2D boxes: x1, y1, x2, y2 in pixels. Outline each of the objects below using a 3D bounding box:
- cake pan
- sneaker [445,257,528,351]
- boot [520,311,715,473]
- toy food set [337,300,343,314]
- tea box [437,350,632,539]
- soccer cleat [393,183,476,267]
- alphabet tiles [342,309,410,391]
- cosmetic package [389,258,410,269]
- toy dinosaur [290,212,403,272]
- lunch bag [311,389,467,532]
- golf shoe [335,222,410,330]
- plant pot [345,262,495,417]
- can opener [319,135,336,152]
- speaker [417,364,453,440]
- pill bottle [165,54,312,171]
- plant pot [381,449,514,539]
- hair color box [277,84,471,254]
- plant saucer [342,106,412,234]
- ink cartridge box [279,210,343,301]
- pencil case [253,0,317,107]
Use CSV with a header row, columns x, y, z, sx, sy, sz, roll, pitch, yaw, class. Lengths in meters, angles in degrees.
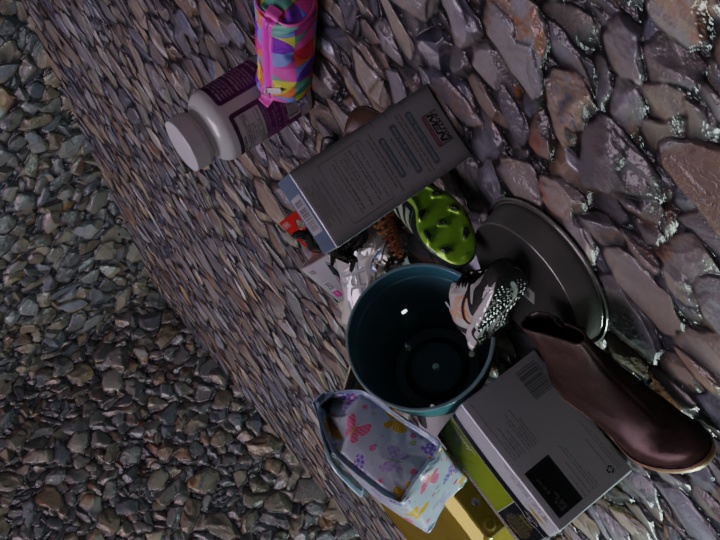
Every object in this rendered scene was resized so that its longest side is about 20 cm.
x,y,z,sx,sy,sz,roll,pitch,yaw,class
0.201,0.010,1.189,0.200,0.037,0.201,48,162,22,cake pan
0.137,0.030,1.210,0.080,0.073,0.200,53,162,15,sneaker
0.268,0.129,1.095,0.200,0.072,0.166,25,161,52,boot
0.036,0.133,1.815,0.200,0.060,0.144,26,146,58,toy food set
0.225,0.245,1.387,0.200,0.133,0.197,52,162,13,tea box
0.080,-0.071,1.258,0.200,0.067,0.081,50,178,33,soccer cleat
0.036,0.105,1.522,0.006,0.166,0.201,27,114,28,alphabet tiles
0.028,0.001,1.582,0.102,0.074,0.201,30,151,53,cosmetic package
-0.015,-0.079,1.368,0.102,0.136,0.200,27,-166,-31,toy dinosaur
0.030,0.261,1.458,0.200,0.127,0.170,34,168,30,lunch bag
0.000,0.000,1.484,0.097,0.078,0.201,38,132,17,golf shoe
0.097,0.115,1.433,0.200,0.200,0.188,48,177,23,plant pot
-0.050,-0.138,1.586,0.200,0.078,0.064,91,180,-57,can opener
0.125,0.198,1.665,0.081,0.081,0.201,44,160,33,speaker
-0.178,-0.230,1.494,0.112,0.199,0.112,48,161,22,pill bottle
0.181,0.375,1.665,0.195,0.195,0.200,51,156,13,plant pot
0.017,-0.116,1.179,0.099,0.199,0.061,56,162,-4,hair color box
0.034,-0.127,1.402,0.200,0.032,0.201,48,161,22,plant saucer
-0.065,-0.025,1.758,0.173,0.044,0.200,40,165,-8,ink cartridge box
-0.100,-0.298,1.363,0.089,0.088,0.200,50,161,17,pencil case
